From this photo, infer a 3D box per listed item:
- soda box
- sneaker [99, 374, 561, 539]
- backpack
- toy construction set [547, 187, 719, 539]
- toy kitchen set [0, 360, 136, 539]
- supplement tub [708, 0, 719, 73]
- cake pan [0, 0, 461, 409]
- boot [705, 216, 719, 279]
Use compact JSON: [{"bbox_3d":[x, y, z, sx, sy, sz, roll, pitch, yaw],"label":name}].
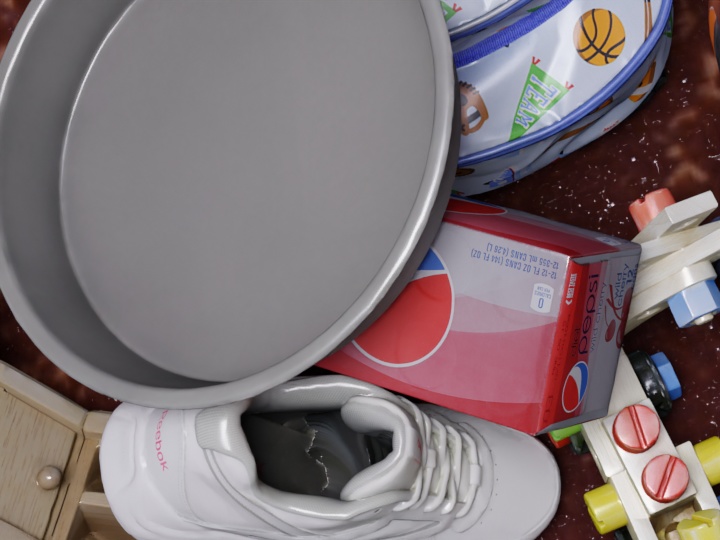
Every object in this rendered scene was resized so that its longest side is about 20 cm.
[{"bbox_3d":[0.000,0.000,0.921,0.199,0.063,0.070,16,102,29],"label":"soda box"},{"bbox_3d":[0.007,0.080,0.940,0.099,0.199,0.078,-23,67,53],"label":"sneaker"},{"bbox_3d":[0.037,-0.131,0.978,0.200,0.154,0.191,-31,86,7],"label":"backpack"},{"bbox_3d":[0.119,0.073,0.936,0.092,0.131,0.201,-10,78,1],"label":"toy construction set"},{"bbox_3d":[-0.113,0.022,0.981,0.180,0.200,0.164,6,56,14],"label":"toy kitchen set"},{"bbox_3d":[0.187,-0.073,0.901,0.107,0.107,0.200,-18,42,11],"label":"supplement tub"},{"bbox_3d":[-0.048,-0.046,0.883,0.200,0.037,0.201,-8,74,28],"label":"cake pan"},{"bbox_3d":[0.234,-0.025,0.951,0.200,0.073,0.091,-29,73,5],"label":"boot"}]
